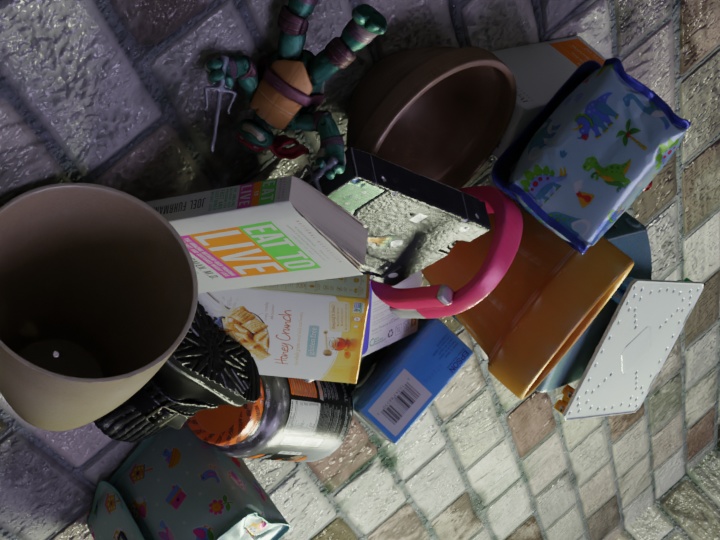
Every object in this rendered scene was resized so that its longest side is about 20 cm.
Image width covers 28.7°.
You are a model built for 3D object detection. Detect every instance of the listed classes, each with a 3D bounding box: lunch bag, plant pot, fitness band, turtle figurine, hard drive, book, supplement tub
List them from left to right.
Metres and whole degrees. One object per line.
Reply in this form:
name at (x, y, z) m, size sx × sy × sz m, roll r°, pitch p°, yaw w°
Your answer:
plant pot at (-0.254, 0.056, 1.225) m, size 0.187 × 0.188 × 0.200 m, roll -25°, pitch 162°, yaw -31°
lunch bag at (-0.210, 0.287, 1.582) m, size 0.200 × 0.171 × 0.122 m, roll -43°, pitch 149°, yaw 7°
book at (-0.112, -0.032, 1.262) m, size 0.199 × 0.048 × 0.134 m, roll -8°, pitch 152°, yaw 30°
supplement tub at (-0.104, 0.152, 1.588) m, size 0.123 × 0.123 × 0.200 m, roll -50°, pitch 151°, yaw 13°
turtle figurine at (-0.067, -0.160, 1.236) m, size 0.149 × 0.101 × 0.201 m, roll 25°, pitch 113°, yaw -17°
hard drive at (0.012, -0.048, 1.356) m, size 0.139 × 0.038 × 0.199 m, roll -32°, pitch 148°, yaw 35°
plant pot at (0.053, -0.152, 1.403) m, size 0.200 × 0.093 × 0.201 m, roll -32°, pitch 150°, yaw -21°
fitness band at (0.086, -0.021, 1.458) m, size 0.037 × 0.199 × 0.144 m, roll 36°, pitch 67°, yaw -29°
plant pot at (0.176, 0.010, 1.588) m, size 0.200 × 0.183 × 0.200 m, roll -47°, pitch 168°, yaw -13°
plant pot at (0.258, 0.003, 1.799) m, size 0.196 × 0.196 × 0.201 m, roll -13°, pitch 135°, yaw -44°
lunch bag at (0.230, -0.120, 1.440) m, size 0.170 × 0.127 × 0.200 m, roll -49°, pitch 180°, yaw 6°

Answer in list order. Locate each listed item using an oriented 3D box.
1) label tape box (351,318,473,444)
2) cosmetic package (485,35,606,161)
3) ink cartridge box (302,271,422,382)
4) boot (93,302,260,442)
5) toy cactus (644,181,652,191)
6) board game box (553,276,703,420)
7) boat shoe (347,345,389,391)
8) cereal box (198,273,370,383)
label tape box at (0.050, 0.129, 1.708) m, size 0.143 × 0.066 × 0.200 m, roll -49°, pitch -176°, yaw -7°
cosmetic package at (0.198, -0.191, 1.534) m, size 0.199 × 0.101 × 0.072 m, roll -18°, pitch 142°, yaw -41°
ink cartridge box at (0.000, 0.000, 1.554) m, size 0.197 × 0.043 × 0.202 m, roll -21°, pitch 124°, yaw -46°
boot at (-0.211, 0.099, 1.385) m, size 0.157 × 0.080 × 0.211 m, roll -17°, pitch 143°, yaw 20°
toy cactus at (0.249, -0.113, 1.637) m, size 0.102 × 0.166 × 0.200 m, roll -18°, pitch 167°, yaw -30°
board game box at (0.345, 0.097, 1.805) m, size 0.199 × 0.026 × 0.201 m, roll 2°, pitch 117°, yaw -52°
boat shoe at (-0.017, 0.115, 1.703) m, size 0.200 × 0.076 × 0.060 m, roll -51°, pitch 146°, yaw 15°
cereal box at (-0.094, 0.053, 1.428) m, size 0.198 × 0.040 × 0.144 m, roll 4°, pitch 140°, yaw -2°
